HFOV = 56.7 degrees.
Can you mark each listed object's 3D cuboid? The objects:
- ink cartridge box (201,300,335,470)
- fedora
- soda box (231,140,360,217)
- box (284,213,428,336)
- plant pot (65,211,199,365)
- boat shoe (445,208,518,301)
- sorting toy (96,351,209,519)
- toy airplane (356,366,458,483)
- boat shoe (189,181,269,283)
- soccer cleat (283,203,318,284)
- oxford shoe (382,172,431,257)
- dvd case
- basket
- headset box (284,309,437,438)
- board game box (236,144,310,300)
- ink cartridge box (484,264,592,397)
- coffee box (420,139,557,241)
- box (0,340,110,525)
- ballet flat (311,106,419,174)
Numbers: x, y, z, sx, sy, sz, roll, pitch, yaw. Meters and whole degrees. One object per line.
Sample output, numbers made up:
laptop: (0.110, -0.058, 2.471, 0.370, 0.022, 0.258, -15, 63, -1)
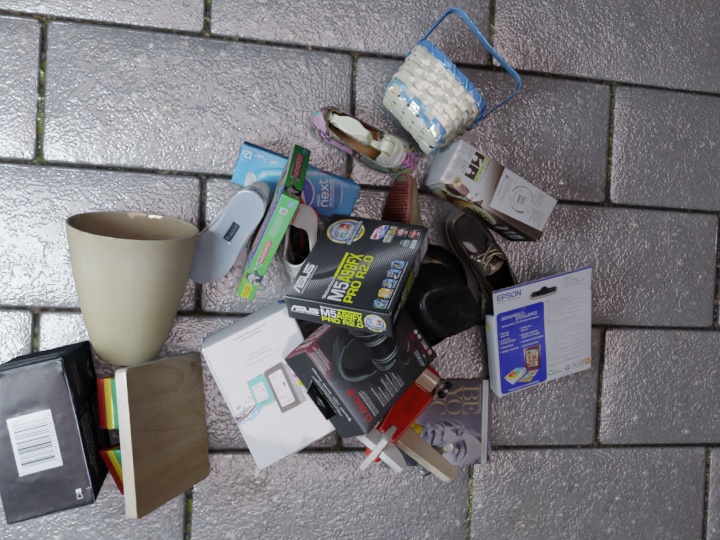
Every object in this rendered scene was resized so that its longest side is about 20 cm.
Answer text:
ink cartridge box: (-0.140, 0.172, 1.044, 0.144, 0.147, 0.202, -26, 97, -11)
fedora: (0.126, 0.056, 1.090, 0.198, 0.091, 0.204, -12, 111, -33)
soda box: (-0.104, -0.143, 1.078, 0.197, 0.068, 0.065, 18, 101, -12)
box: (0.000, 0.000, 0.981, 0.158, 0.201, 0.045, 10, 133, 18)
plant pot: (-0.341, 0.030, 0.996, 0.184, 0.187, 0.203, 5, 105, -12)
boat shoe: (0.217, -0.022, 1.132, 0.074, 0.073, 0.200, -43, 116, -6)
sorting toy: (-0.310, 0.235, 0.995, 0.068, 0.200, 0.202, -5, 89, 15)
toy airplane: (0.053, 0.249, 1.077, 0.196, 0.142, 0.203, 3, 57, -22)
boat shoe: (-0.206, -0.066, 1.054, 0.074, 0.086, 0.202, 35, 119, -9)
soccer cleat: (-0.090, -0.005, 1.056, 0.067, 0.085, 0.203, 4, 117, 14)
oxford shoe: (0.083, -0.062, 1.135, 0.074, 0.070, 0.204, 0, 98, -30)
dvd case: (0.137, 0.267, 1.173, 0.197, 0.016, 0.151, 1, 91, -13)
basket: (0.142, -0.308, 1.094, 0.200, 0.139, 0.177, -41, 89, -3)
headset box: (-0.003, 0.134, 0.980, 0.200, 0.077, 0.150, -40, 98, -35)
board game box: (-0.130, -0.071, 0.996, 0.029, 0.136, 0.201, 22, 128, -13)
ink cartridge box: (0.311, 0.100, 1.160, 0.195, 0.047, 0.203, -13, 109, -15)
coffee box: (0.215, -0.130, 1.131, 0.198, 0.113, 0.081, 29, 86, -11)
box: (-0.440, 0.219, 0.952, 0.116, 0.200, 0.200, -12, 93, -12)
ballet flat: (0.013, -0.215, 1.106, 0.198, 0.071, 0.070, 24, 86, -12)
